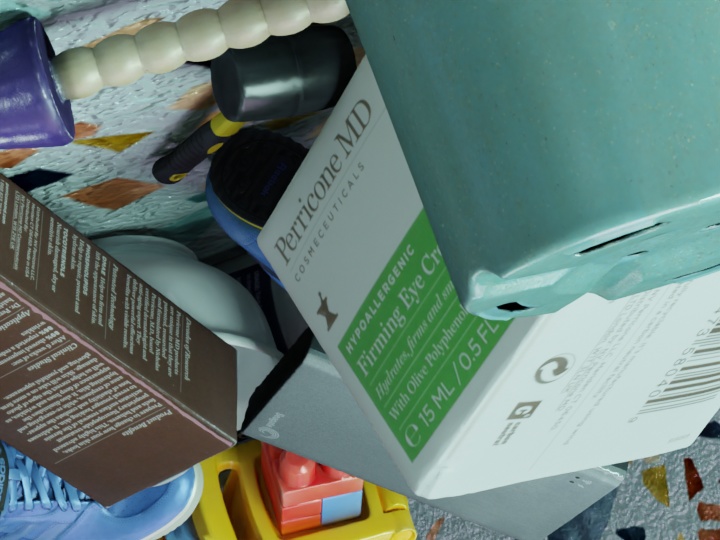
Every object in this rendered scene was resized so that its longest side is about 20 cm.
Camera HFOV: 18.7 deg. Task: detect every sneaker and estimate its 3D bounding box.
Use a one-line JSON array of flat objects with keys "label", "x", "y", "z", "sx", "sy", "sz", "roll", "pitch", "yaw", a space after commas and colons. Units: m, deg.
[{"label": "sneaker", "x": 0.000, "y": 0.000, "z": 1.192, "sx": 0.066, "sy": 0.200, "sz": 0.079, "roll": -50, "pitch": 169, "yaw": -16}, {"label": "sneaker", "x": -0.201, "y": 0.132, "z": 1.323, "sx": 0.199, "sy": 0.077, "sz": 0.111, "roll": -2, "pitch": 168, "yaw": 10}]

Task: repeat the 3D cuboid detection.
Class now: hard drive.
[{"label": "hard drive", "x": 0.041, "y": 0.097, "z": 1.286, "sx": 0.199, "sy": 0.033, "sz": 0.140, "roll": 22, "pitch": 152, "yaw": -10}]

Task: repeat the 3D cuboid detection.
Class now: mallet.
[{"label": "mallet", "x": -0.074, "y": -0.074, "z": 1.090, "sx": 0.066, "sy": 0.041, "sz": 0.200, "roll": -10, "pitch": 171, "yaw": -32}]

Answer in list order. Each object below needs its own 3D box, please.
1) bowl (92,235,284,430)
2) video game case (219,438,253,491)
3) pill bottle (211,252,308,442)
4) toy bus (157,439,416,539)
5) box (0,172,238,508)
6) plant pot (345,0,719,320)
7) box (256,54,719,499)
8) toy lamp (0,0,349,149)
[{"label": "bowl", "x": -0.143, "y": 0.038, "z": 1.337, "sx": 0.200, "sy": 0.091, "sz": 0.201, "roll": -7, "pitch": 158, "yaw": -3}, {"label": "video game case", "x": -0.158, "y": 0.106, "z": 1.555, "sx": 0.199, "sy": 0.182, "sz": 0.023, "roll": -14, "pitch": 126, "yaw": -11}, {"label": "pill bottle", "x": -0.058, "y": 0.044, "z": 1.456, "sx": 0.199, "sy": 0.120, "sz": 0.120, "roll": -19, "pitch": 168, "yaw": 19}, {"label": "toy bus", "x": -0.059, "y": 0.169, "z": 1.418, "sx": 0.199, "sy": 0.136, "sz": 0.192, "roll": -13, "pitch": 144, "yaw": -9}, {"label": "box", "x": -0.165, "y": 0.040, "z": 1.171, "sx": 0.100, "sy": 0.075, "sz": 0.200, "roll": -27, "pitch": 132, "yaw": 26}, {"label": "plant pot", "x": 0.081, "y": -0.097, "z": 0.770, "sx": 0.199, "sy": 0.197, "sz": 0.200, "roll": -16, "pitch": 169, "yaw": -3}, {"label": "box", "x": 0.099, "y": -0.027, "z": 1.044, "sx": 0.199, "sy": 0.172, "sz": 0.199, "roll": -6, "pitch": 140, "yaw": -40}, {"label": "toy lamp", "x": -0.080, "y": -0.096, "z": 0.918, "sx": 0.199, "sy": 0.059, "sz": 0.058, "roll": -19, "pitch": 169, "yaw": 1}]
